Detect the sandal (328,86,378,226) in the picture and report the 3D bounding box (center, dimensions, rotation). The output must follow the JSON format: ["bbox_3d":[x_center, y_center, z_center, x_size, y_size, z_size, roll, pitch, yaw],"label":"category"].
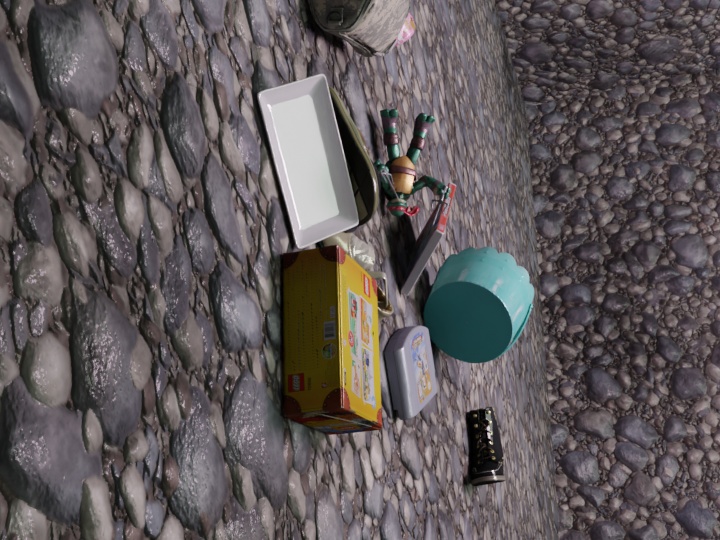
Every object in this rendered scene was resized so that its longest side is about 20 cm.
[{"bbox_3d":[-0.017,-0.159,1.209,0.057,0.079,0.203,3,66,-54],"label":"sandal"}]

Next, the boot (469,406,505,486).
[{"bbox_3d":[0.264,0.374,1.911,0.203,0.073,0.156,24,57,-77],"label":"boot"}]

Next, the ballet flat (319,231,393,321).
[{"bbox_3d":[0.000,0.000,1.271,0.070,0.069,0.201,-80,154,-45],"label":"ballet flat"}]

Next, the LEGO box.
[{"bbox_3d":[-0.033,0.089,1.107,0.149,0.076,0.202,43,42,-63],"label":"LEGO box"}]

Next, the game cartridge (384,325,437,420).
[{"bbox_3d":[0.088,0.164,1.521,0.200,0.041,0.135,-21,106,-72],"label":"game cartridge"}]

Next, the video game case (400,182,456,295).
[{"bbox_3d":[0.125,-0.060,1.621,0.144,0.017,0.201,-62,-177,32],"label":"video game case"}]

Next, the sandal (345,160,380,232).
[{"bbox_3d":[-0.001,-0.121,1.292,0.076,0.043,0.201,36,31,-16],"label":"sandal"}]

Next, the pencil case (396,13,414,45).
[{"bbox_3d":[0.032,-0.493,1.564,0.201,0.082,0.087,62,20,-44],"label":"pencil case"}]

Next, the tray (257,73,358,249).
[{"bbox_3d":[-0.068,-0.138,1.135,0.107,0.022,0.202,-24,108,-35],"label":"tray"}]

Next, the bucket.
[{"bbox_3d":[0.223,0.070,1.723,0.135,0.205,0.209,-50,130,-54],"label":"bucket"}]

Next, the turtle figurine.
[{"bbox_3d":[0.073,-0.169,1.534,0.148,0.100,0.203,7,81,-30],"label":"turtle figurine"}]

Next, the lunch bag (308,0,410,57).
[{"bbox_3d":[-0.001,-0.426,1.365,0.200,0.138,0.170,-7,105,-71],"label":"lunch bag"}]
